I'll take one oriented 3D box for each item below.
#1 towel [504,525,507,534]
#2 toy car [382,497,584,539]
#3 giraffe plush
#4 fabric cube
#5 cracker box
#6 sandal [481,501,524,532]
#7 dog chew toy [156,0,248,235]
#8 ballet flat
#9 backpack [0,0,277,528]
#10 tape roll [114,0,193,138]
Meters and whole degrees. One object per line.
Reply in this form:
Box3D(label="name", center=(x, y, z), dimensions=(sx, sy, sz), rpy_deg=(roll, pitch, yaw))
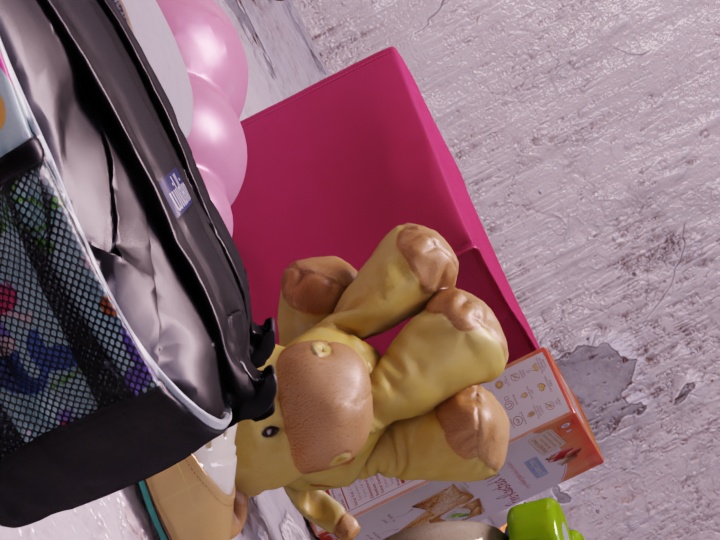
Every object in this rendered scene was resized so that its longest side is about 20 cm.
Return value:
Box3D(label="towel", center=(0.122, 0.313, 1.274), dimensions=(0.145, 0.024, 0.201), rpy_deg=(54, 44, -48))
Box3D(label="toy car", center=(0.069, 0.262, 0.992), dimensions=(0.158, 0.163, 0.202), rpy_deg=(51, 27, -62))
Box3D(label="giraffe plush", center=(-0.030, 0.071, 0.931), dimensions=(0.173, 0.199, 0.162), rpy_deg=(60, 23, 16))
Box3D(label="fabric cube", center=(0.000, 0.000, 1.214), dimensions=(0.200, 0.195, 0.200), rpy_deg=(56, 10, -53))
Box3D(label="cracker box", center=(0.066, 0.140, 1.170), dimensions=(0.058, 0.199, 0.134), rpy_deg=(68, 8, 26))
Box3D(label="sandal", center=(0.119, 0.182, 1.340), dimensions=(0.208, 0.059, 0.079), rpy_deg=(61, 9, -24))
Box3D(label="dog chew toy", center=(-0.119, -0.073, 0.934), dimensions=(0.125, 0.124, 0.201), rpy_deg=(55, 19, -53))
Box3D(label="ballet flat", center=(-0.097, 0.057, 0.815), dimensions=(0.201, 0.063, 0.069), rpy_deg=(65, 7, 5))
Box3D(label="backpack", center=(-0.127, -0.031, 0.534), dimensions=(0.178, 0.149, 0.202), rpy_deg=(-97, 167, -78))
Box3D(label="tape roll", center=(-0.167, -0.127, 0.792), dimensions=(0.201, 0.066, 0.201), rpy_deg=(51, 18, -24))
